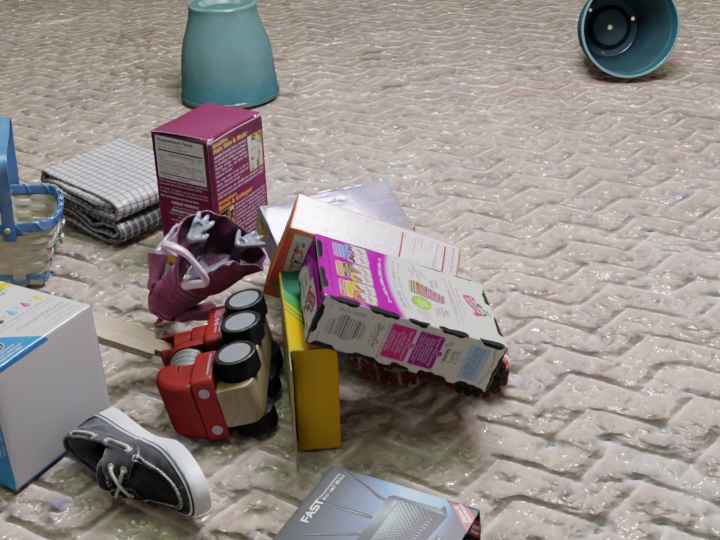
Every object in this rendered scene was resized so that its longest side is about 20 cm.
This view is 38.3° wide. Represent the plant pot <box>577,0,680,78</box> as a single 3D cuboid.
[{"bbox_3d":[0.543,-0.510,2.176,0.199,0.201,0.188,-2,12,-1],"label":"plant pot"}]

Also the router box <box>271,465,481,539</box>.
[{"bbox_3d":[-0.003,0.260,0.869,0.149,0.062,0.200,11,30,25],"label":"router box"}]

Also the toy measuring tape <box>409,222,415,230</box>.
[{"bbox_3d":[-0.019,-0.038,1.429,0.199,0.074,0.073,-20,33,-31],"label":"toy measuring tape"}]

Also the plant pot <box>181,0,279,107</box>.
[{"bbox_3d":[-0.269,-0.444,2.070,0.199,0.189,0.200,-2,26,1],"label":"plant pot"}]

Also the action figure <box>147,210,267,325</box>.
[{"bbox_3d":[-0.203,0.020,1.246,0.134,0.200,0.149,42,36,-8],"label":"action figure"}]

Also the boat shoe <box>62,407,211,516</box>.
[{"bbox_3d":[-0.222,0.192,1.002,0.068,0.072,0.200,-23,32,-38],"label":"boat shoe"}]

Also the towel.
[{"bbox_3d":[-0.372,-0.119,1.590,0.199,0.086,0.165,21,37,34],"label":"towel"}]

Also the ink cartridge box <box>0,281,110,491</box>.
[{"bbox_3d":[-0.394,0.108,1.091,0.199,0.145,0.147,12,32,26],"label":"ink cartridge box"}]

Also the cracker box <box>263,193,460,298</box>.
[{"bbox_3d":[0.000,0.000,1.203,0.199,0.134,0.058,19,51,-8],"label":"cracker box"}]

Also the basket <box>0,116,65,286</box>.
[{"bbox_3d":[-0.477,-0.092,1.413,0.138,0.201,0.177,-8,29,-11],"label":"basket"}]

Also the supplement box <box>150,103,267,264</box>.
[{"bbox_3d":[-0.205,-0.114,1.442,0.103,0.201,0.131,13,30,26],"label":"supplement box"}]

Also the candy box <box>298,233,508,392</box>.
[{"bbox_3d":[0.040,0.042,1.071,0.199,0.061,0.137,16,25,-14],"label":"candy box"}]

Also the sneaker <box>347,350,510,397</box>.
[{"bbox_3d":[0.074,0.090,1.187,0.199,0.078,0.082,14,26,9],"label":"sneaker"}]

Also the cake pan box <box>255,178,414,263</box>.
[{"bbox_3d":[-0.014,-0.022,1.336,0.199,0.052,0.185,-15,61,-22],"label":"cake pan box"}]

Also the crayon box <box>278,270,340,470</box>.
[{"bbox_3d":[-0.054,0.101,1.106,0.051,0.126,0.200,-4,28,-5],"label":"crayon box"}]

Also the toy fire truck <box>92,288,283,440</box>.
[{"bbox_3d":[-0.199,0.100,1.141,0.199,0.129,0.176,-12,28,5],"label":"toy fire truck"}]
